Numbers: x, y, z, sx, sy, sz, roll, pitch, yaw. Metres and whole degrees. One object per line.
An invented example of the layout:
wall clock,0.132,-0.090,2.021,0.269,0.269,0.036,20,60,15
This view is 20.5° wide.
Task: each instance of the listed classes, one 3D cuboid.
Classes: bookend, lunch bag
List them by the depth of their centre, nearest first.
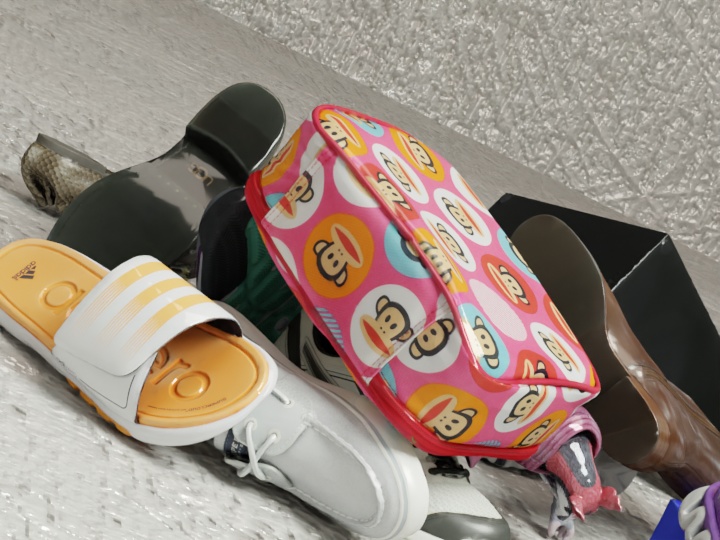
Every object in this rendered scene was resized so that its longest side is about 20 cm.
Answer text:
lunch bag,0.042,0.007,1.086,0.176,0.082,0.201,10,41,-55
bookend,0.184,0.057,1.552,0.199,0.092,0.199,20,-33,54

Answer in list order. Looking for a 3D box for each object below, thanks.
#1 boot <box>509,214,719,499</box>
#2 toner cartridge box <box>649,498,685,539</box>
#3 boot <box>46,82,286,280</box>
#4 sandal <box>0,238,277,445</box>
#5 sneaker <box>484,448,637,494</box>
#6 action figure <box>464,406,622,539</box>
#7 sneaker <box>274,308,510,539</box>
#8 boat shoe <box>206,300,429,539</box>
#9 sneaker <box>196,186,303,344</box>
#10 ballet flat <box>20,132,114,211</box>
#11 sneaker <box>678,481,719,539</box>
boot,0.177,0.067,1.311,0.200,0.064,0.188,27,38,-59
toner cartridge box,0.289,0.219,1.292,0.199,0.043,0.095,25,12,-16
boot,-0.116,-0.025,1.270,0.069,0.200,0.174,47,-18,10
sandal,-0.135,0.022,1.034,0.206,0.079,0.060,27,-33,33
sneaker,0.100,0.079,1.387,0.198,0.080,0.130,21,11,-34
action figure,0.098,0.075,1.196,0.133,0.150,0.200,16,21,-49
sneaker,0.015,0.087,1.106,0.200,0.088,0.075,37,12,34
boat shoe,-0.050,0.080,1.045,0.068,0.072,0.200,-15,46,-44
sneaker,-0.075,-0.001,1.182,0.088,0.074,0.200,46,-13,29
ballet flat,-0.154,-0.035,1.404,0.199,0.047,0.067,28,0,-31
sneaker,0.247,0.178,1.150,0.080,0.089,0.201,22,33,-23
